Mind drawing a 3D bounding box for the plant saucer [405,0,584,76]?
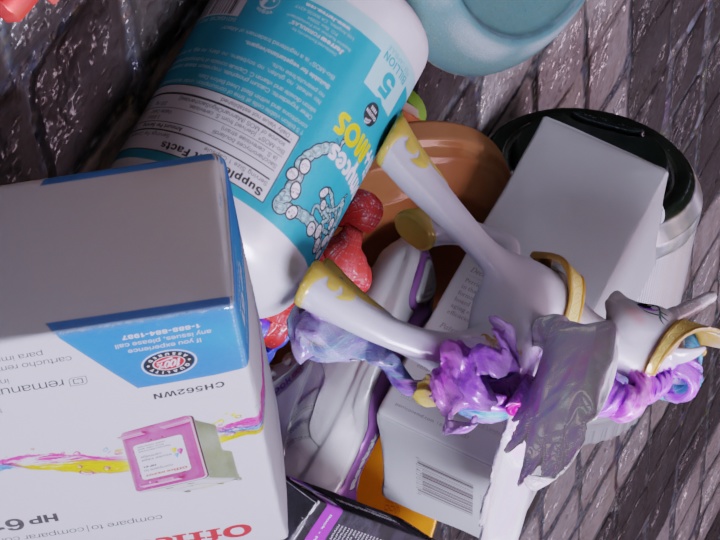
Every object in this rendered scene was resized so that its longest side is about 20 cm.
[{"bbox_3d":[0.080,-0.197,1.245,0.200,0.027,0.201,-21,118,-46],"label":"plant saucer"}]

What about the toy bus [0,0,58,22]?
[{"bbox_3d":[-0.088,-0.180,0.962,0.192,0.135,0.200,-54,162,-1],"label":"toy bus"}]

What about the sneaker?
[{"bbox_3d":[-0.029,0.066,1.295,0.201,0.099,0.075,-63,163,8],"label":"sneaker"}]

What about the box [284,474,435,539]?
[{"bbox_3d":[-0.036,0.183,1.255,0.143,0.036,0.200,-57,155,0],"label":"box"}]

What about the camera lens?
[{"bbox_3d":[0.146,0.000,1.690,0.160,0.159,0.201,-45,150,-47],"label":"camera lens"}]

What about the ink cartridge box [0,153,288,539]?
[{"bbox_3d":[-0.114,0.050,1.069,0.200,0.144,0.085,81,0,-56],"label":"ink cartridge box"}]

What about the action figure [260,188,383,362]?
[{"bbox_3d":[-0.057,0.032,1.255,0.200,0.052,0.065,-45,144,20],"label":"action figure"}]

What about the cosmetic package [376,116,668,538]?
[{"bbox_3d":[0.089,0.033,1.302,0.201,0.081,0.113,-61,165,-25],"label":"cosmetic package"}]

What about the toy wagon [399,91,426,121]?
[{"bbox_3d":[-0.008,-0.046,1.420,0.155,0.039,0.201,-50,154,-41],"label":"toy wagon"}]

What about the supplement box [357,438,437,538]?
[{"bbox_3d":[0.004,0.132,1.473,0.200,0.073,0.127,160,-55,-87],"label":"supplement box"}]

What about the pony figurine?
[{"bbox_3d":[0.067,0.042,1.155,0.193,0.199,0.167,-60,177,-36],"label":"pony figurine"}]

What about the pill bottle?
[{"bbox_3d":[-0.055,-0.054,1.182,0.201,0.110,0.111,-61,159,-18],"label":"pill bottle"}]

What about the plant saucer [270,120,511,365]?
[{"bbox_3d":[0.000,0.000,1.334,0.199,0.038,0.201,-21,148,-14],"label":"plant saucer"}]
